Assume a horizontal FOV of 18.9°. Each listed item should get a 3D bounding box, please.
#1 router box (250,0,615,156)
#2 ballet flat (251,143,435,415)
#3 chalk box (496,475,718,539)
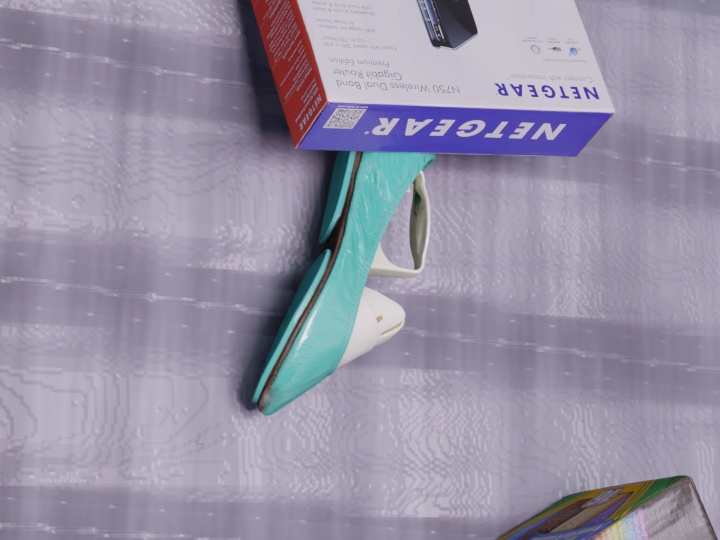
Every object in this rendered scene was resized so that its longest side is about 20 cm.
[{"bbox_3d":[0.034,-0.156,1.281,0.199,0.049,0.181,-1,59,-30],"label":"router box"},{"bbox_3d":[0.000,0.000,1.241,0.070,0.067,0.201,22,66,-7],"label":"ballet flat"},{"bbox_3d":[0.108,0.218,1.224,0.199,0.124,0.125,-26,92,-31],"label":"chalk box"}]
